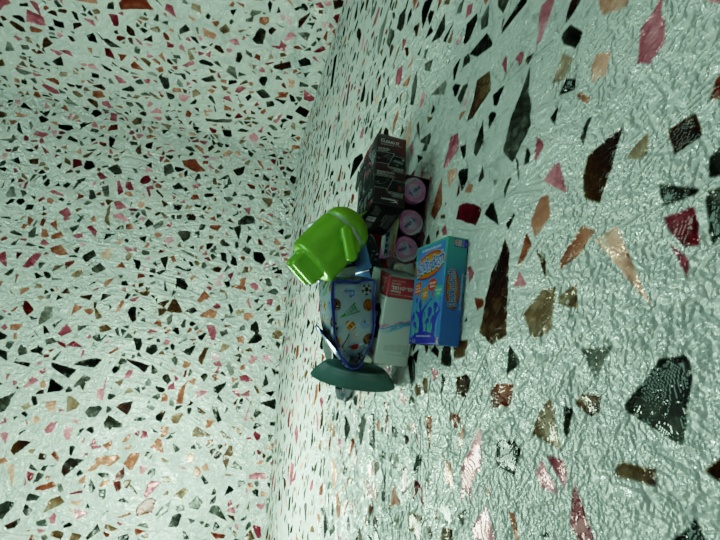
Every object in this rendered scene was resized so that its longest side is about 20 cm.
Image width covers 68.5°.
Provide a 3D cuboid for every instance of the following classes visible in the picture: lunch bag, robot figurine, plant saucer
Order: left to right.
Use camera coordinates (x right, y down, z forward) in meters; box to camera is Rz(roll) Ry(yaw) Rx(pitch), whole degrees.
[{"bbox_3d":[-0.066,-0.058,1.156,0.200,0.116,0.175,-46,13,-19],"label":"robot figurine"},{"bbox_3d":[-0.037,0.115,1.217,0.170,0.123,0.201,-165,73,-77],"label":"lunch bag"},{"bbox_3d":[-0.016,0.237,1.228,0.200,0.199,0.036,-170,88,-75],"label":"plant saucer"}]

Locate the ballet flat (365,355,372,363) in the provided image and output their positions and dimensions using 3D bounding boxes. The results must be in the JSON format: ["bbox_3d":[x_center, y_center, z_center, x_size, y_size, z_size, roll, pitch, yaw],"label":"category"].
[{"bbox_3d":[0.016,0.186,1.363,0.069,0.069,0.201,-127,44,-70],"label":"ballet flat"}]

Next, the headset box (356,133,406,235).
[{"bbox_3d":[0.047,-0.205,1.224,0.149,0.075,0.201,127,149,-63],"label":"headset box"}]

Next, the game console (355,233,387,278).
[{"bbox_3d":[0.000,0.000,1.373,0.200,0.031,0.178,-15,85,53],"label":"game console"}]

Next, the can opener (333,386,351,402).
[{"bbox_3d":[-0.027,0.304,1.564,0.067,0.053,0.200,42,129,34],"label":"can opener"}]

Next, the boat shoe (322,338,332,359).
[{"bbox_3d":[-0.064,0.228,1.492,0.070,0.071,0.201,-83,-12,-68],"label":"boat shoe"}]

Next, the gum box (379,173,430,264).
[{"bbox_3d":[0.102,-0.113,1.243,0.113,0.066,0.201,177,102,-76],"label":"gum box"}]

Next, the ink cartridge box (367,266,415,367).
[{"bbox_3d":[0.068,0.103,1.220,0.146,0.083,0.201,-148,68,-74],"label":"ink cartridge box"}]

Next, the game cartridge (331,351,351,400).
[{"bbox_3d":[-0.031,0.233,1.427,0.133,0.040,0.201,-40,-44,-51],"label":"game cartridge"}]

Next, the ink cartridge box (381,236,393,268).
[{"bbox_3d":[0.045,-0.043,1.421,0.116,0.067,0.200,-105,28,-55],"label":"ink cartridge box"}]

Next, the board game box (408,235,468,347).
[{"bbox_3d":[0.148,0.045,1.025,0.152,0.045,0.201,154,124,-73],"label":"board game box"}]

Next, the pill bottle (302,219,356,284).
[{"bbox_3d":[-0.073,-0.028,1.348,0.111,0.111,0.201,161,96,-73],"label":"pill bottle"}]
